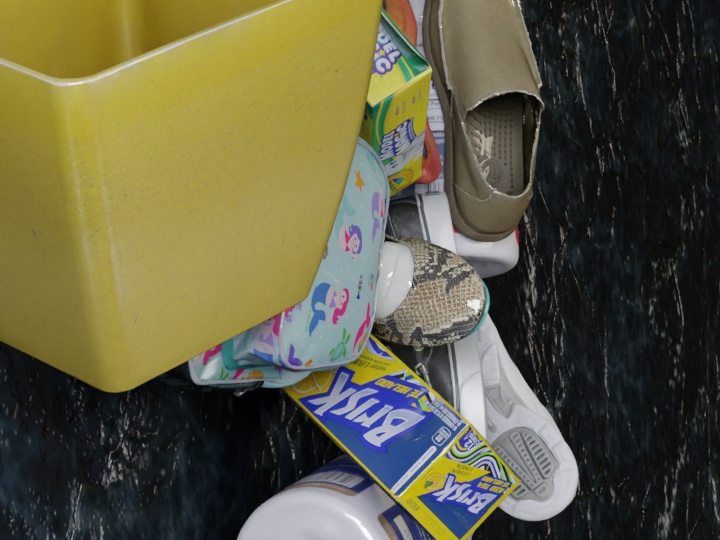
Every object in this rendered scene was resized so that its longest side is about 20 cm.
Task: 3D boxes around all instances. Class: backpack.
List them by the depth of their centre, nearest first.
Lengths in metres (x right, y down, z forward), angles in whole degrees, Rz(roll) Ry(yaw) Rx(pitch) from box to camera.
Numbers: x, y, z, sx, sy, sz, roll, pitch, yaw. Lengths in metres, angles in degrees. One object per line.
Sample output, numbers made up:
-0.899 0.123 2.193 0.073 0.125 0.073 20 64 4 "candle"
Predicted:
-0.067 -0.016 1.286 0.200 0.150 0.179 16 79 -73 "backpack"

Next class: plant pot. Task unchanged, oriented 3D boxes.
-0.120 -0.060 1.079 0.199 0.199 0.177 -27 126 -39 "plant pot"

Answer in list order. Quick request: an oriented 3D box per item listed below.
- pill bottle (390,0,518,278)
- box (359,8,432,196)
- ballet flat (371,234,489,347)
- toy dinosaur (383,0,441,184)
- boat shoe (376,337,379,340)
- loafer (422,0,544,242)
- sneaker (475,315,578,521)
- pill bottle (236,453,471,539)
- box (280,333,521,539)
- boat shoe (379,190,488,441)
0.050 -0.099 1.600 0.119 0.119 0.201 21 65 -64 "pill bottle"
-0.009 -0.122 1.329 0.118 0.048 0.200 53 -13 15 "box"
0.000 0.000 1.412 0.075 0.200 0.068 22 92 -32 "ballet flat"
0.014 -0.143 1.485 0.181 0.200 0.105 44 -2 23 "toy dinosaur"
0.048 0.129 1.594 0.071 0.072 0.201 25 59 -58 "boat shoe"
0.091 -0.122 1.518 0.076 0.067 0.201 -4 81 -24 "loafer"
0.084 0.090 1.553 0.201 0.078 0.099 61 6 16 "sneaker"
0.006 0.172 1.440 0.200 0.110 0.112 -22 104 -66 "pill bottle"
0.009 0.086 1.367 0.064 0.200 0.070 -46 130 -4 "box"
0.043 0.047 1.480 0.071 0.063 0.201 84 -5 -70 "boat shoe"
